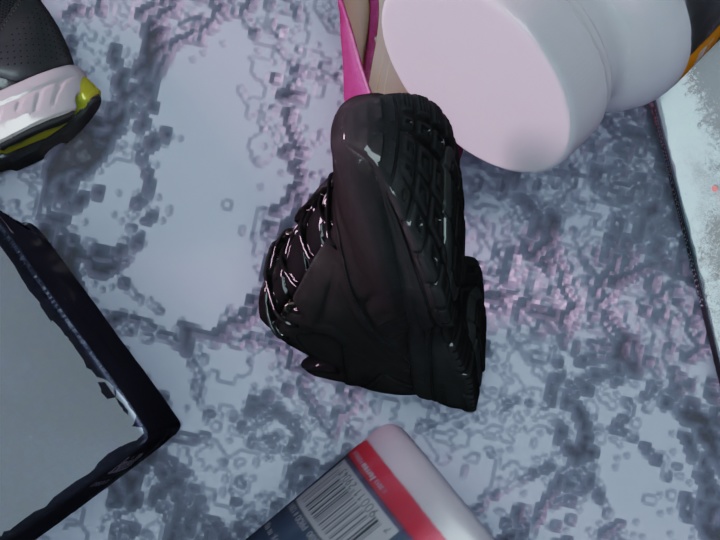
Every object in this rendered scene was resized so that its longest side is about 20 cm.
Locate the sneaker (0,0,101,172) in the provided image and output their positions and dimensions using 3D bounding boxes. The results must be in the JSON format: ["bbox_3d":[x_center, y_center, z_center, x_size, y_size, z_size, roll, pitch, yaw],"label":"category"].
[{"bbox_3d":[-0.214,-0.063,0.943,0.200,0.074,0.085,-22,81,-11],"label":"sneaker"}]

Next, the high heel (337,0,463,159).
[{"bbox_3d":[0.015,-0.130,0.929,0.067,0.096,0.200,3,87,0],"label":"high heel"}]

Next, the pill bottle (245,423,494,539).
[{"bbox_3d":[-0.027,0.168,0.900,0.200,0.120,0.120,-39,88,-2],"label":"pill bottle"}]

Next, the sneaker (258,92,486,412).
[{"bbox_3d":[0.000,0.000,0.879,0.091,0.200,0.076,1,58,9],"label":"sneaker"}]

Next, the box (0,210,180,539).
[{"bbox_3d":[-0.186,0.076,0.865,0.200,0.197,0.118,-37,88,-3],"label":"box"}]

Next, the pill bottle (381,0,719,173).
[{"bbox_3d":[0.107,-0.135,0.889,0.116,0.116,0.200,44,63,2],"label":"pill bottle"}]

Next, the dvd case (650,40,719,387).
[{"bbox_3d":[0.207,-0.044,0.963,0.146,0.022,0.200,-12,88,-1],"label":"dvd case"}]
